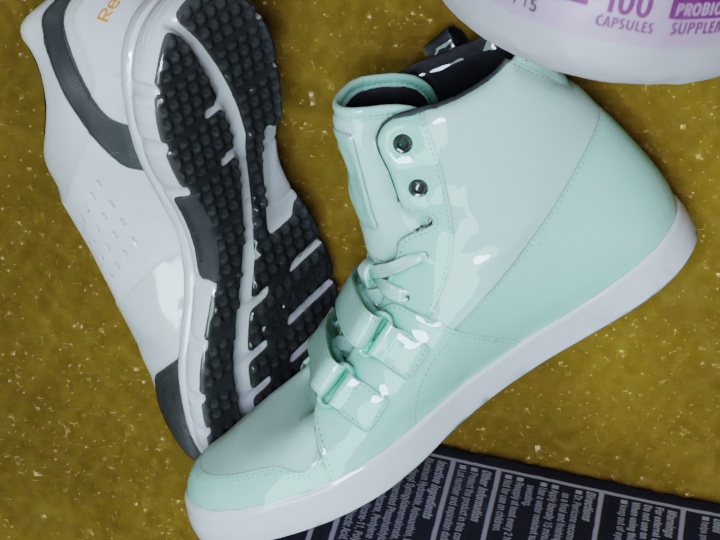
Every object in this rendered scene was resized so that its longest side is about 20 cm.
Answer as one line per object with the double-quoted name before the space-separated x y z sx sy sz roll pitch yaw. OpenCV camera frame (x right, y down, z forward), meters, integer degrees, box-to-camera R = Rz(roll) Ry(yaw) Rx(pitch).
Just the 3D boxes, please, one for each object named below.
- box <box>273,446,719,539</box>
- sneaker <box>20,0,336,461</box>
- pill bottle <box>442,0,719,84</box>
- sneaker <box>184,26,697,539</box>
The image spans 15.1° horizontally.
"box" 0.050 0.169 0.942 0.198 0.200 0.123 11 121 6
"sneaker" -0.064 -0.019 0.944 0.080 0.074 0.200 19 132 34
"pill bottle" 0.090 -0.164 0.789 0.112 0.112 0.200 13 123 4
"sneaker" 0.000 0.000 0.910 0.200 0.074 0.118 -36 113 5
